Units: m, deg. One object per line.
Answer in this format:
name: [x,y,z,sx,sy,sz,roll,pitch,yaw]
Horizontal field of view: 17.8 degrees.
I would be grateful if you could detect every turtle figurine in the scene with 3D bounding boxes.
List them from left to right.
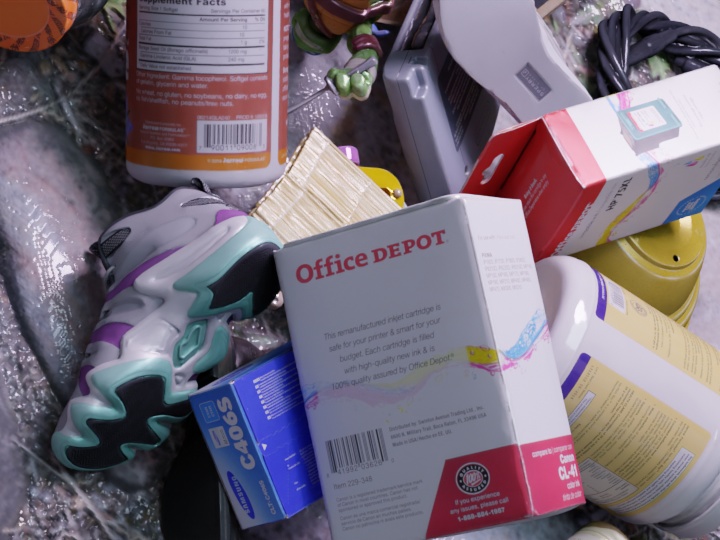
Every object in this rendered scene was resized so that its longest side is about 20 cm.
turtle figurine: [-0.031,-0.197,1.614,0.199,0.194,0.144,1,59,-31]

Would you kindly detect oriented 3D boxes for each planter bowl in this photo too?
planter bowl: [0.209,-0.028,1.793,0.200,0.083,0.201,18,57,-30]

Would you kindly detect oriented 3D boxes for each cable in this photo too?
cable: [0.275,-0.140,1.933,0.200,0.051,0.164,16,53,-27]

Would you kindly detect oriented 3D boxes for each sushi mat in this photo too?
sushi mat: [0.015,-0.002,1.613,0.200,0.012,0.096,43,54,-11]

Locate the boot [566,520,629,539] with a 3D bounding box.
boot: [0.172,0.290,1.605,0.154,0.072,0.200,-27,79,-43]

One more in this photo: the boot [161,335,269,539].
boot: [-0.042,0.129,1.535,0.174,0.069,0.201,18,60,-34]

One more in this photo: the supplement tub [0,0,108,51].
supplement tub: [-0.205,-0.250,1.575,0.122,0.122,0.200,38,50,-15]

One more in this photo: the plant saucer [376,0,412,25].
plant saucer: [-0.004,-0.273,1.796,0.200,0.037,0.201,18,56,-29]

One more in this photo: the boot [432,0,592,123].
boot: [0.098,-0.172,1.681,0.200,0.073,0.096,52,2,-41]

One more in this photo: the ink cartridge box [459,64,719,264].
ink cartridge box: [0.176,-0.071,1.674,0.200,0.116,0.067,-18,67,-25]

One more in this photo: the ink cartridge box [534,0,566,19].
ink cartridge box: [0.128,-0.291,1.821,0.165,0.075,0.200,51,17,-2]

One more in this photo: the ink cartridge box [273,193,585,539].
ink cartridge box: [0.043,0.066,1.430,0.086,0.147,0.201,1,77,-58]

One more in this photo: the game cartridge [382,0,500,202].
game cartridge: [0.067,-0.146,1.729,0.200,0.041,0.133,-68,152,-48]

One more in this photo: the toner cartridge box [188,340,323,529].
toner cartridge box: [-0.020,0.086,1.504,0.200,0.043,0.095,-27,95,-49]

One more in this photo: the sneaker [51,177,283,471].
sneaker: [-0.149,0.027,1.499,0.140,0.200,0.078,40,-5,41]

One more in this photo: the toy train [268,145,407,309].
toy train: [0.000,0.000,1.646,0.200,0.056,0.151,30,58,-20]

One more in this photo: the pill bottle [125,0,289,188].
pill bottle: [-0.103,-0.161,1.556,0.112,0.112,0.201,-6,103,-39]

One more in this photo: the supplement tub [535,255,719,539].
supplement tub: [0.186,0.095,1.669,0.200,0.145,0.146,32,51,-20]
